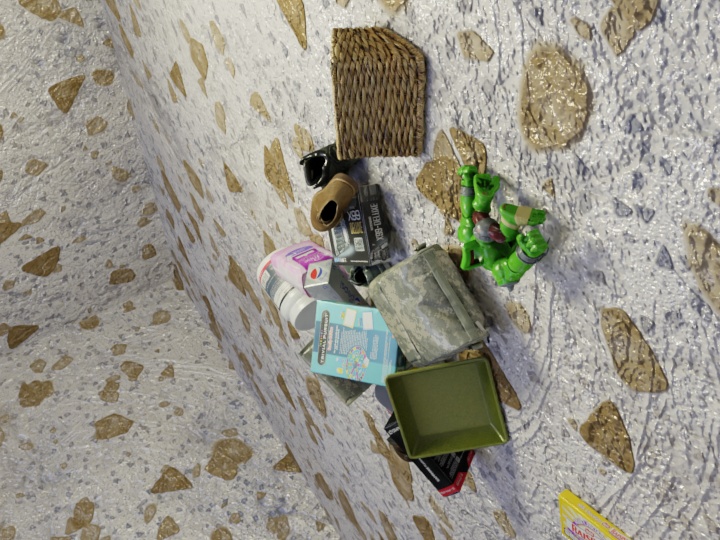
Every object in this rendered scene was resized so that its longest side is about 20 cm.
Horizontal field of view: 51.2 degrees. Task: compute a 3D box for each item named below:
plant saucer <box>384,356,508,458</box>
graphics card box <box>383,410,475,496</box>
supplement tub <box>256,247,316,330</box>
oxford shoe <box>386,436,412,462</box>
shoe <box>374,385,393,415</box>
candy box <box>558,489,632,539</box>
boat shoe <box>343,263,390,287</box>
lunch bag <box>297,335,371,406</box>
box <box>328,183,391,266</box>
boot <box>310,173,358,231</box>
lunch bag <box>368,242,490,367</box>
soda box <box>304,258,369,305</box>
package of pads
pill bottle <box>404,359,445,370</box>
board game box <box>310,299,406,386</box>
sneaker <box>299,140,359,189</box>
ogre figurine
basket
[{"bbox_3d":[0.166,0.256,1.445,0.048,0.199,0.200,-76,-29,-64],"label":"plant saucer"},{"bbox_3d":[0.146,0.355,1.565,0.051,0.125,0.200,-34,101,37],"label":"graphics card box"},{"bbox_3d":[-0.174,0.048,2.002,0.200,0.140,0.140,51,156,30],"label":"supplement tub"},{"bbox_3d":[0.117,0.431,1.866,0.084,0.073,0.200,55,173,12],"label":"oxford shoe"},{"bbox_3d":[0.113,0.337,1.783,0.200,0.071,0.091,46,-176,4],"label":"shoe"},{"bbox_3d":[0.416,0.465,1.270,0.200,0.026,0.102,33,140,53],"label":"candy box"},{"bbox_3d":[0.000,0.000,1.650,0.200,0.062,0.073,14,128,63],"label":"boat shoe"},{"bbox_3d":[-0.037,0.200,1.687,0.164,0.118,0.200,47,-178,2],"label":"lunch bag"},{"bbox_3d":[-0.011,-0.090,1.547,0.200,0.050,0.158,-177,75,-66],"label":"box"},{"bbox_3d":[-0.069,-0.116,1.483,0.074,0.076,0.200,31,153,-5],"label":"boot"},{"bbox_3d":[0.128,0.061,1.314,0.200,0.139,0.168,61,159,5],"label":"lunch bag"},{"bbox_3d":[-0.050,0.061,1.706,0.200,0.063,0.068,52,-144,-45],"label":"soda box"},{"bbox_3d":[-0.130,-0.008,1.865,0.200,0.120,0.076,30,141,56],"label":"package of pads"},{"bbox_3d":[0.106,0.184,1.547,0.200,0.111,0.111,57,158,18],"label":"pill bottle"},{"bbox_3d":[-0.001,0.145,1.519,0.200,0.047,0.151,7,91,31],"label":"board game box"},{"bbox_3d":[-0.078,-0.203,1.531,0.076,0.114,0.199,64,161,4],"label":"sneaker"},{"bbox_3d":[0.193,-0.058,1.091,0.200,0.098,0.120,37,137,29],"label":"ogre figurine"},{"bbox_3d":[0.029,-0.297,1.240,0.143,0.149,0.200,-90,-3,-46],"label":"basket"}]
